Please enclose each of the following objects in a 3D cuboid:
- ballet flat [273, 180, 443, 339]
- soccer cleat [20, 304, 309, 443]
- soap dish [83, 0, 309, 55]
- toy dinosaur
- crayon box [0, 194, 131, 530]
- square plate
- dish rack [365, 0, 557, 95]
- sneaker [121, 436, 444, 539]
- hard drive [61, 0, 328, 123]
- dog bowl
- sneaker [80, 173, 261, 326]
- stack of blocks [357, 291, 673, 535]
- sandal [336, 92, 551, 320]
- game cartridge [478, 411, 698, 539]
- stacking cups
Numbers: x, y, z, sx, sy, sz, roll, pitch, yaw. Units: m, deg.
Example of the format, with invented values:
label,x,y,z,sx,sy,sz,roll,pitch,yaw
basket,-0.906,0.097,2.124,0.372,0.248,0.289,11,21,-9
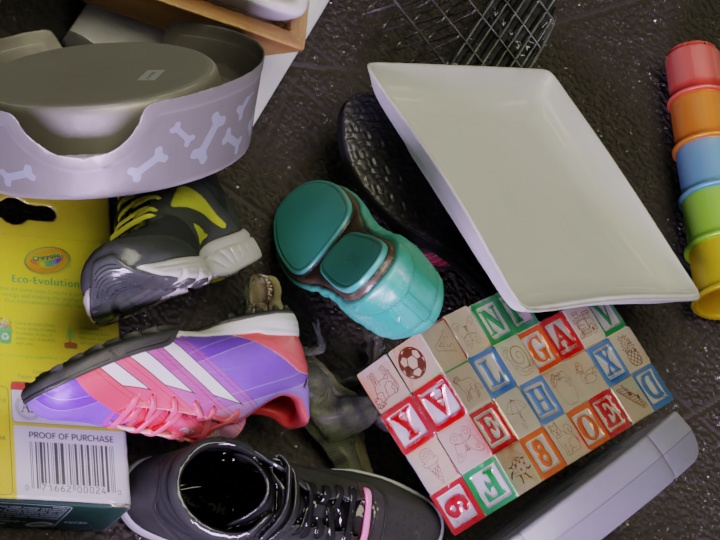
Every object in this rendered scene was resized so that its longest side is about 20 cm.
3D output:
label,x,y,z,sx,sy,sz,roll,pitch,yaw
ballet flat,0.000,0.000,1.501,0.070,0.200,0.067,43,90,-23
soccer cleat,-0.105,0.070,1.411,0.200,0.068,0.073,-10,81,-47
soap dish,-0.106,-0.240,1.566,0.157,0.081,0.200,17,60,-23
toy dinosaur,-0.004,0.084,1.522,0.088,0.047,0.200,-28,86,-31
crayon box,-0.205,0.049,1.431,0.127,0.051,0.200,6,64,-24
square plate,0.109,-0.051,1.588,0.198,0.028,0.200,-3,55,-49
dish rack,0.050,-0.210,1.673,0.200,0.055,0.153,49,53,-21
sneaker,-0.036,0.142,1.428,0.200,0.099,0.071,10,79,-16
hard drive,-0.094,-0.185,1.615,0.132,0.027,0.200,34,56,-8
dog bowl,-0.154,-0.096,1.455,0.200,0.200,0.059,-18,115,-32
sneaker,-0.125,-0.022,1.446,0.085,0.074,0.200,67,14,0
stack of blocks,0.100,0.073,1.531,0.200,0.059,0.115,-23,79,-52
sandal,0.051,-0.035,1.612,0.200,0.045,0.075,43,59,-20
game cartridge,0.114,0.158,1.488,0.200,0.133,0.040,-33,83,-34
stacking cups,0.243,-0.068,1.708,0.060,0.061,0.200,4,63,-25
